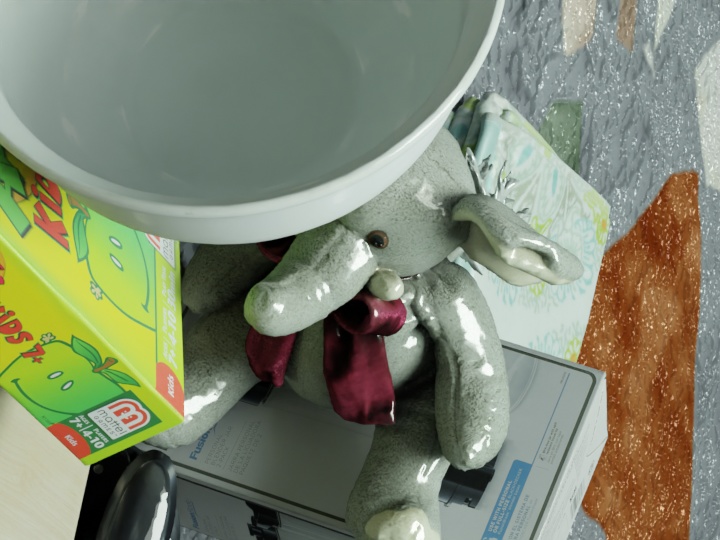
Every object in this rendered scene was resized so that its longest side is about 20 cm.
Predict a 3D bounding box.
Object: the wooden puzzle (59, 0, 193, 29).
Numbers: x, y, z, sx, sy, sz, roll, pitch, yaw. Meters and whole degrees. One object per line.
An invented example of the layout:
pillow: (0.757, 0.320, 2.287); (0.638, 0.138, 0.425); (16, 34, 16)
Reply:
wooden puzzle: (-0.130, -0.175, 0.837); (0.199, 0.046, 0.186); (-1, 94, -24)

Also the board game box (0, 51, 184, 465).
board game box: (-0.137, -0.028, 0.788); (0.200, 0.047, 0.102); (50, 24, -41)

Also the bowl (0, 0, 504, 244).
bowl: (-0.045, -0.084, 0.785); (0.091, 0.200, 0.202); (81, 30, -59)

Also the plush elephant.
plush elephant: (0.000, 0.000, 0.896); (0.200, 0.164, 0.155); (-51, 158, -16)

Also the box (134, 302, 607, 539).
box: (0.000, 0.078, 0.987); (0.060, 0.199, 0.117); (78, 34, -57)

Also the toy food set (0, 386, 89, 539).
toy food set: (-0.168, 0.031, 0.868); (0.200, 0.060, 0.144); (48, 45, -51)

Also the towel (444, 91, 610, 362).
towel: (0.079, 0.021, 1.244); (0.171, 0.048, 0.201); (37, 65, -52)

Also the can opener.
can opener: (-0.131, 0.167, 0.937); (0.079, 0.063, 0.201); (31, 80, -85)
